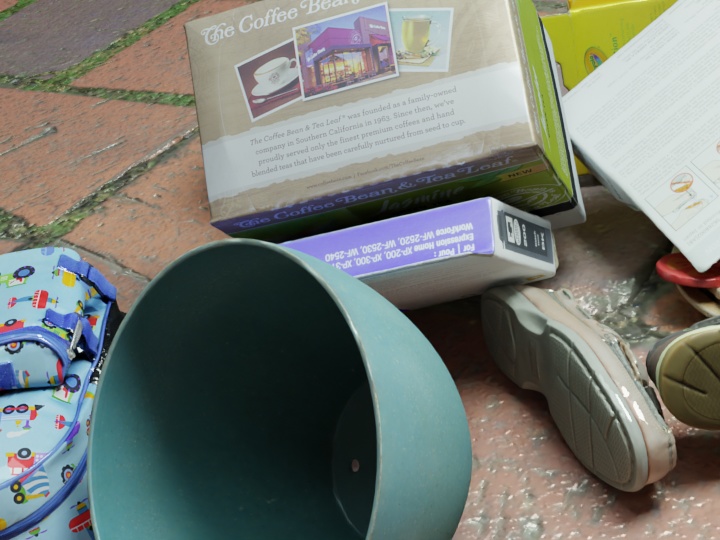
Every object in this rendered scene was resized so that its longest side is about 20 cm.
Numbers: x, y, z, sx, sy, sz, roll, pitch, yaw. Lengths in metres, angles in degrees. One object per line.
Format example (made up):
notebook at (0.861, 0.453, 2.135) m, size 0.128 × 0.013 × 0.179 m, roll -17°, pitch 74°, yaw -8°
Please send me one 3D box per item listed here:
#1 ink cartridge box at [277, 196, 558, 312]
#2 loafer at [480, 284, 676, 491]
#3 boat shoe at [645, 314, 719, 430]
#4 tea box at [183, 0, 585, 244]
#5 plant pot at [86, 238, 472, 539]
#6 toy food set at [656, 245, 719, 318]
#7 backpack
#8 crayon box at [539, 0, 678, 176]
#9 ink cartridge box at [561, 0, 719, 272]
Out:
ink cartridge box at (0.000, 0.000, 0.851) m, size 0.197 × 0.044 × 0.200 m, roll -13°, pitch -7°, yaw 19°
loafer at (0.132, 0.054, 0.817) m, size 0.062 × 0.073 × 0.200 m, roll -13°, pitch 25°, yaw -15°
boat shoe at (0.249, 0.043, 0.769) m, size 0.198 × 0.074 × 0.065 m, roll 0°, pitch 15°, yaw -7°
tea box at (0.022, -0.090, 0.905) m, size 0.198 × 0.135 × 0.197 m, roll -13°, pitch -15°, yaw 16°
plant pot at (-0.021, 0.092, 0.714) m, size 0.199 × 0.202 × 0.134 m, roll 18°, pitch 6°, yaw 43°
toy food set at (0.286, -0.015, 0.891) m, size 0.196 × 0.049 × 0.200 m, roll -2°, pitch 31°, yaw 19°
backpack at (-0.216, 0.099, 0.808) m, size 0.181 × 0.135 × 0.201 m, roll -10°, pitch 32°, yaw 7°
crayon box at (0.226, -0.145, 1.058) m, size 0.198 × 0.128 × 0.051 m, roll -7°, pitch 19°, yaw 9°
ink cartridge box at (0.234, -0.095, 0.933) m, size 0.162 × 0.050 × 0.200 m, roll -40°, pitch 44°, yaw 5°
